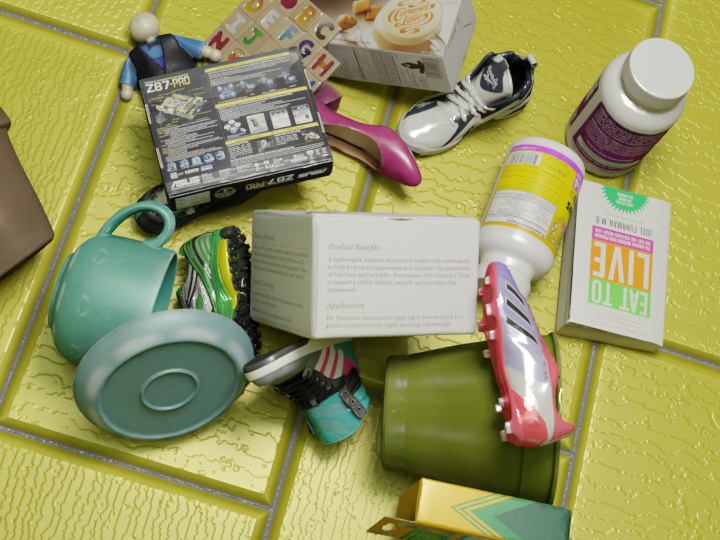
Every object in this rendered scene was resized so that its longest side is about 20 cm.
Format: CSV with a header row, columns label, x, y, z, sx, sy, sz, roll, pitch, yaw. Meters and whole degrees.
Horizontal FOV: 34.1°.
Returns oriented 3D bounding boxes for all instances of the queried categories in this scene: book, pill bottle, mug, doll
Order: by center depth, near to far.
label,x,y,z,sx,sy,sz,roll,pitch,yaw
mug,-0.277,0.023,1.319,0.114,0.152,0.186,15,62,-3
pill bottle,0.202,-0.058,1.458,0.104,0.104,0.201,24,69,-1
doll,-0.234,-0.241,1.470,0.136,0.048,0.200,-29,71,-4
pill bottle,0.342,-0.207,1.483,0.112,0.200,0.113,3,70,-9
book,0.325,-0.006,1.497,0.133,0.048,0.201,13,67,-10

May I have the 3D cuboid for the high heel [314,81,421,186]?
label,x,y,z,sx,sy,sz,roll,pitch,yaw
high heel,-0.018,-0.154,1.471,0.200,0.068,0.096,40,58,21

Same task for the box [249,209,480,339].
label,x,y,z,sx,sy,sz,roll,pitch,yaw
box,0.000,0.000,1.315,0.198,0.200,0.131,0,94,-25

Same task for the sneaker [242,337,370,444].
label,x,y,z,sx,sy,sz,roll,pitch,yaw
sneaker,-0.053,0.138,1.319,0.083,0.200,0.121,-23,85,27

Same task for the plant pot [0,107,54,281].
label,x,y,z,sx,sy,sz,roll,pitch,yaw
plant pot,-0.442,-0.071,1.316,0.200,0.200,0.175,-40,98,-20

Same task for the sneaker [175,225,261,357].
label,x,y,z,sx,sy,sz,roll,pitch,yaw
sneaker,-0.169,0.053,1.379,0.085,0.078,0.201,-10,76,20

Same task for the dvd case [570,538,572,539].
label,x,y,z,sx,sy,sz,roll,pitch,yaw
dvd case,0.182,0.359,1.349,0.199,0.025,0.151,29,68,2

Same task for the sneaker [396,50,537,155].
label,x,y,z,sx,sy,sz,roll,pitch,yaw
sneaker,0.142,-0.223,1.491,0.198,0.130,0.080,-18,74,-16

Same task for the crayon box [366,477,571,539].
label,x,y,z,sx,sy,sz,roll,pitch,yaw
crayon box,0.116,0.274,1.287,0.199,0.126,0.052,12,69,-5

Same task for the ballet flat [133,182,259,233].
label,x,y,z,sx,sy,sz,roll,pitch,yaw
ballet flat,-0.182,-0.105,1.425,0.199,0.073,0.073,-27,77,-18

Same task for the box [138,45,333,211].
label,x,y,z,sx,sy,sz,roll,pitch,yaw
box,-0.148,-0.169,1.390,0.199,0.049,0.162,-15,72,-10

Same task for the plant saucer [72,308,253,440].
label,x,y,z,sx,sy,sz,roll,pitch,yaw
plant saucer,-0.209,0.122,1.273,0.199,0.201,0.027,-13,46,-14

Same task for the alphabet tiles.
label,x,y,z,sx,sy,sz,roll,pitch,yaw
alphabet tiles,-0.125,-0.259,1.471,0.200,0.006,0.166,-46,67,1

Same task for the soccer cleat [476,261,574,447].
label,x,y,z,sx,sy,sz,roll,pitch,yaw
soccer cleat,0.170,0.086,1.229,0.076,0.067,0.201,-5,69,-7

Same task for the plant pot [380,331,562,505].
label,x,y,z,sx,sy,sz,roll,pitch,yaw
plant pot,0.121,0.164,1.332,0.192,0.200,0.201,3,70,3

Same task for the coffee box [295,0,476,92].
label,x,y,z,sx,sy,sz,roll,pitch,yaw
coffee box,0.033,-0.304,1.489,0.199,0.080,0.115,11,67,20
